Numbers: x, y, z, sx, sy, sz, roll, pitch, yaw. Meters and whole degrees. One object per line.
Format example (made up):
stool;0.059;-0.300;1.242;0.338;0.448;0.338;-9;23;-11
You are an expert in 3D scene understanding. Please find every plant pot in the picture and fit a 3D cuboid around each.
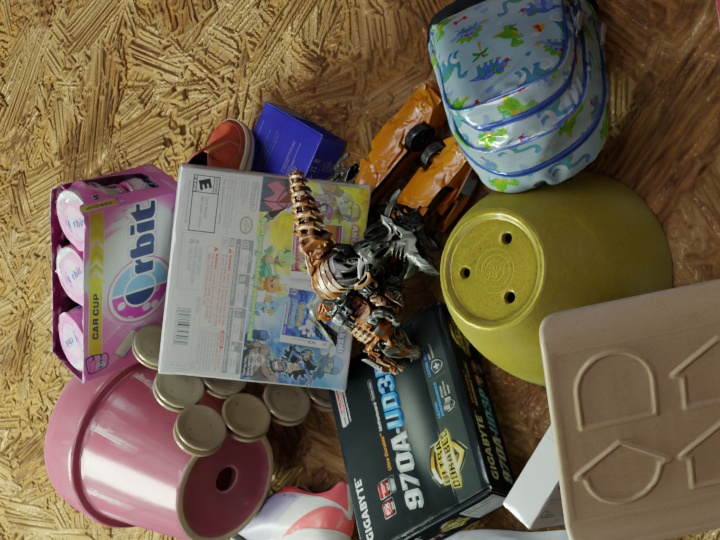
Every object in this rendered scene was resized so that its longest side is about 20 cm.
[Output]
plant pot;-0.195;0.189;1.250;0.179;0.199;0.201;20;98;41
plant pot;0.148;0.004;1.047;0.199;0.142;0.201;-4;84;37

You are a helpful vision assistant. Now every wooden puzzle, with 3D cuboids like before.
wooden puzzle;0.239;0.110;0.948;0.184;0.046;0.201;-11;107;-1

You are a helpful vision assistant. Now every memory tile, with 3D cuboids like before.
memory tile;-0.118;0.100;1.214;0.154;0.199;0.017;56;140;25

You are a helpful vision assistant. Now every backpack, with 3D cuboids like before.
backpack;0.136;-0.160;1.032;0.162;0.154;0.201;-13;61;16

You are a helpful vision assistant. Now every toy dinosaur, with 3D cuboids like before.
toy dinosaur;0.000;0.000;1.098;0.135;0.200;0.102;-31;34;15

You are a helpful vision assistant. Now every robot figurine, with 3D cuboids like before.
robot figurine;0.039;-0.074;1.189;0.200;0.058;0.145;-51;59;22

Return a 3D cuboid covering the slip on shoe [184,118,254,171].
slip on shoe;-0.152;-0.107;1.256;0.074;0.061;0.200;-54;19;27

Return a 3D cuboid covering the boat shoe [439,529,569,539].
boat shoe;0.127;0.283;1.064;0.201;0.086;0.075;-10;119;32

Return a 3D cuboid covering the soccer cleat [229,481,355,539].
soccer cleat;-0.085;0.260;1.260;0.199;0.068;0.074;-10;56;40

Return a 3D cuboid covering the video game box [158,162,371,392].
video game box;-0.091;0.006;1.153;0.181;0.047;0.201;7;97;-4

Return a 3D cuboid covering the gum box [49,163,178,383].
gum box;-0.238;-0.003;1.188;0.066;0.113;0.201;34;129;37

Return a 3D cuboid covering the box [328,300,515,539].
box;0.053;0.153;1.137;0.159;0.046;0.201;-36;51;30

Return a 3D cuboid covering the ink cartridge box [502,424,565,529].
ink cartridge box;0.204;0.127;1.020;0.039;0.099;0.201;41;109;35

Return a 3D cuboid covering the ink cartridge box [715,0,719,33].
ink cartridge box;0.368;-0.132;0.927;0.146;0.083;0.201;-13;78;36

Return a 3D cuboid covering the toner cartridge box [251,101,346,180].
toner cartridge box;-0.098;-0.070;1.302;0.095;0.043;0.201;35;106;36
